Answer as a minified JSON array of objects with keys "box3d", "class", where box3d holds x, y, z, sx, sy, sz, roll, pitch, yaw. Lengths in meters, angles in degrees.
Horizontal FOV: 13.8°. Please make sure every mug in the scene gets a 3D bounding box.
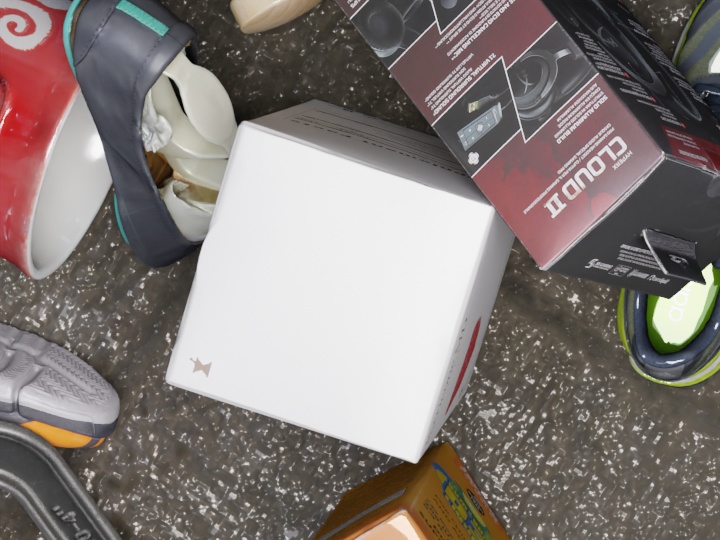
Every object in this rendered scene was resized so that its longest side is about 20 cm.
[{"box3d":[-0.215,-0.106,1.398,0.199,0.178,0.134,23,65,9],"class":"mug"}]

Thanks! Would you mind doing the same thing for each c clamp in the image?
[{"box3d":[-0.199,0.148,1.456,0.170,0.027,0.200,-32,118,13],"class":"c clamp"}]

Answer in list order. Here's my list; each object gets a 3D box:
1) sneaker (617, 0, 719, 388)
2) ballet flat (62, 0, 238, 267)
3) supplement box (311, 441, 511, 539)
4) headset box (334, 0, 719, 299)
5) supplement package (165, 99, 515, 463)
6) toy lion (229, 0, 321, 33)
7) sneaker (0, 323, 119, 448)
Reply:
[{"box3d":[0.167,-0.038,1.389,0.073,0.081,0.201,11,97,6],"class":"sneaker"},{"box3d":[-0.084,-0.056,1.371,0.073,0.200,0.073,-5,56,7],"class":"ballet flat"},{"box3d":[0.021,0.133,1.368,0.069,0.200,0.067,-32,92,7],"class":"supplement box"},{"box3d":[0.089,-0.075,1.304,0.077,0.149,0.200,-42,69,17],"class":"headset box"},{"box3d":[0.000,0.000,1.356,0.119,0.200,0.122,18,99,6],"class":"supplement package"},{"box3d":[-0.007,-0.175,1.328,0.199,0.192,0.069,-25,85,-1],"class":"toy lion"},{"box3d":[-0.219,0.081,1.467,0.199,0.078,0.113,14,106,11],"class":"sneaker"}]
